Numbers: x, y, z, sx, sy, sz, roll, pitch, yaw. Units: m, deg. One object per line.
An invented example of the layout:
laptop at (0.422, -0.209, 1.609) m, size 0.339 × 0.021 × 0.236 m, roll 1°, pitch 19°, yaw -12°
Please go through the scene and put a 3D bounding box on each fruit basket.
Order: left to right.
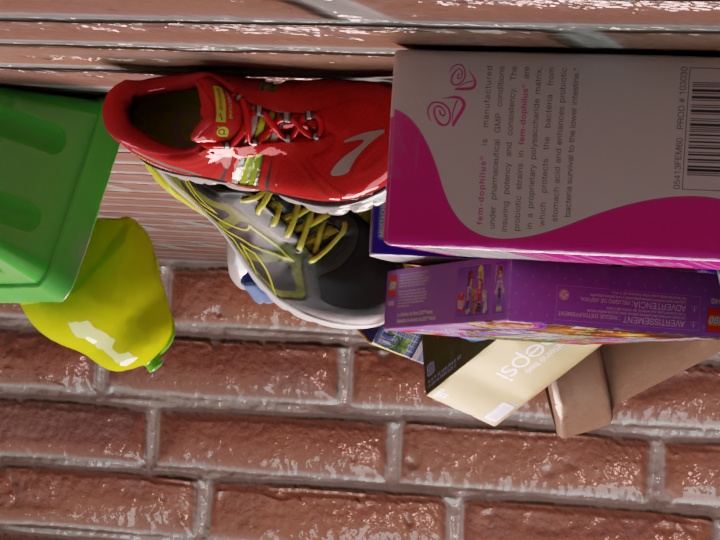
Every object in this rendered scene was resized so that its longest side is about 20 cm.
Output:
fruit basket at (-0.196, -0.029, 1.763) m, size 0.214 × 0.157 × 0.216 m, roll 17°, pitch 171°, yaw 3°

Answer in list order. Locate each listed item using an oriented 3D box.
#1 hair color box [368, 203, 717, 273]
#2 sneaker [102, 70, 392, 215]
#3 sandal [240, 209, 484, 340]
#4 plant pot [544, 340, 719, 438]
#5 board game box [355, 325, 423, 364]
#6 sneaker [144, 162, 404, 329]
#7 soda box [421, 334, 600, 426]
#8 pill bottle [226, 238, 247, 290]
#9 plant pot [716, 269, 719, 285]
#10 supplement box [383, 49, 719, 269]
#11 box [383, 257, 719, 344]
hair color box at (0.115, -0.029, 1.594) m, size 0.199 × 0.065 × 0.109 m, roll 5°, pitch 178°, yaw 19°
sneaker at (-0.057, -0.076, 1.499) m, size 0.199 × 0.078 × 0.085 m, roll 2°, pitch 172°, yaw 28°
sandal at (0.000, 0.000, 1.723) m, size 0.199 × 0.087 × 0.080 m, roll 23°, pitch -145°, yaw 11°
plant pot at (0.203, 0.008, 1.961) m, size 0.173 × 0.202 × 0.200 m, roll -13°, pitch 177°, yaw 2°
board game box at (0.050, 0.010, 1.963) m, size 0.199 × 0.062 × 0.200 m, roll 21°, pitch -163°, yaw -38°
sneaker at (-0.055, -0.036, 1.627) m, size 0.200 × 0.075 × 0.085 m, roll 36°, pitch 169°, yaw 3°
soda box at (0.125, 0.016, 1.733) m, size 0.064 × 0.068 × 0.200 m, roll 26°, pitch 132°, yaw -30°
pill bottle at (0.015, -0.037, 1.807) m, size 0.198 × 0.113 × 0.112 m, roll 4°, pitch 177°, yaw 6°
plant pot at (0.275, -0.024, 1.473) m, size 0.140 × 0.142 × 0.200 m, roll 2°, pitch 174°, yaw 30°
supplement box at (0.121, -0.055, 1.369) m, size 0.199 × 0.102 × 0.103 m, roll 4°, pitch 178°, yaw 18°
box at (0.110, 0.019, 1.548) m, size 0.136 × 0.039 × 0.200 m, roll 5°, pitch 176°, yaw -18°
